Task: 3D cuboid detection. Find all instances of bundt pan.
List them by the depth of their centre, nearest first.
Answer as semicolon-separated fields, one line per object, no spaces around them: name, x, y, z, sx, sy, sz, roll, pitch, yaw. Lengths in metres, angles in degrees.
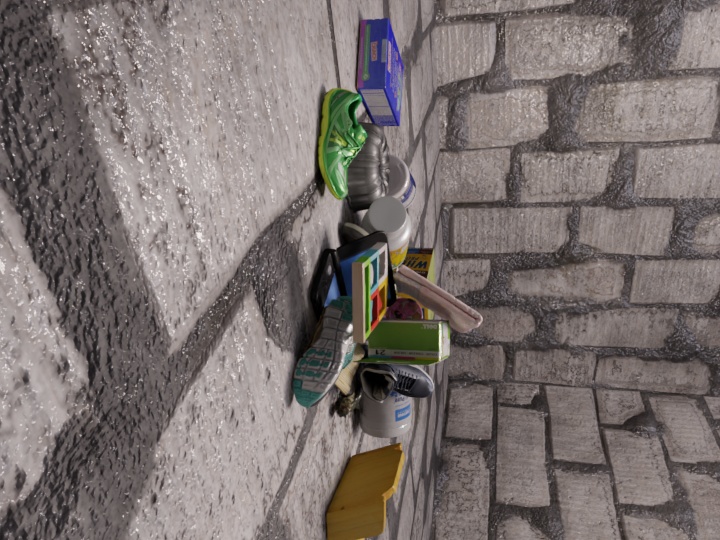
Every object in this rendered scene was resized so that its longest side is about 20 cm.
bundt pan;0.020;-0.232;1.187;0.202;0.074;0.208;2;90;-76

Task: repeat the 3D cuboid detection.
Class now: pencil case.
pencil case;0.095;0.116;1.270;0.200;0.080;0.089;103;-12;-79

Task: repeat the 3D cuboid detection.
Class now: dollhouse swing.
dollhouse swing;0.030;0.510;1.113;0.180;0.178;0.200;68;18;-7

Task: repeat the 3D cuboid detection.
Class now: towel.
towel;0.151;0.064;1.080;0.033;0.189;0.200;-56;171;-6

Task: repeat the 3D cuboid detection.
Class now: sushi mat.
sushi mat;-0.043;0.152;0.984;0.097;0.012;0.201;-67;149;-24

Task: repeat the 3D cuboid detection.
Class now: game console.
game console;-0.006;0.054;1.016;0.178;0.113;0.203;-75;159;-45

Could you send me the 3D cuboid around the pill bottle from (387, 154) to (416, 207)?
pill bottle;0.087;-0.218;1.379;0.200;0.108;0.114;22;69;-75

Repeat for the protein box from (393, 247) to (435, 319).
protein box;0.151;0.063;1.603;0.201;0.131;0.203;-64;152;-60

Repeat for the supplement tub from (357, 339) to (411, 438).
supplement tub;0.057;0.270;1.250;0.132;0.128;0.206;-38;126;-72

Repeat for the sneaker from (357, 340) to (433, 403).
sneaker;0.076;0.236;1.105;0.078;0.199;0.146;-60;-168;9

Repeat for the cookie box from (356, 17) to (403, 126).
cookie box;0.052;-0.474;1.293;0.200;0.073;0.176;39;54;-73

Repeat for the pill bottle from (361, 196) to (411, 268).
pill bottle;0.056;-0.082;1.188;0.201;0.110;0.116;90;5;-71

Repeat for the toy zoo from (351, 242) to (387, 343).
toy zoo;0.022;0.029;0.935;0.200;0.020;0.135;-40;131;-69

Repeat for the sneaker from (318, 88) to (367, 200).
sneaker;-0.031;-0.232;0.964;0.074;0.081;0.206;10;82;-76

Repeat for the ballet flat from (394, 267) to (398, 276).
ballet flat;0.059;-0.018;1.303;0.071;0.069;0.205;49;33;-69

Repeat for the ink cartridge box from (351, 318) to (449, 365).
ink cartridge box;0.081;0.131;0.995;0.199;0.144;0.078;13;77;-71

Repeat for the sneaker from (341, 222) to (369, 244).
sneaker;0.000;0.000;1.129;0.107;0.074;0.201;-48;128;-19

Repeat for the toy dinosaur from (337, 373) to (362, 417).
toy dinosaur;-0.016;0.265;1.137;0.200;0.046;0.090;43;59;-73

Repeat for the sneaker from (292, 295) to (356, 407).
sneaker;-0.043;0.147;0.894;0.202;0.076;0.092;-61;150;-30
